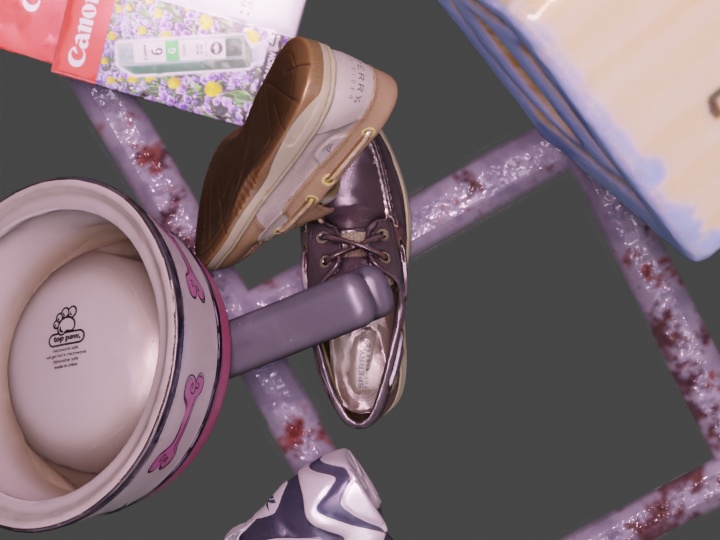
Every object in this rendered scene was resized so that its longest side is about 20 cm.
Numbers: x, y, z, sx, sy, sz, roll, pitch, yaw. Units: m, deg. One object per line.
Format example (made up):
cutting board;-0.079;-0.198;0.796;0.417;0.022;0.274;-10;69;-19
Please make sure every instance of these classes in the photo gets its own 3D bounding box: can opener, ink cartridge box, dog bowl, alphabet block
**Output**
can opener;-0.079;0.029;0.788;0.200;0.053;0.067;-22;90;26
ink cartridge box;-0.135;-0.161;0.784;0.200;0.050;0.109;15;99;-7
dog bowl;-0.162;0.051;0.766;0.200;0.074;0.201;-8;76;31
alphabet block;0.164;-0.163;0.692;0.200;0.196;0.195;-41;125;4

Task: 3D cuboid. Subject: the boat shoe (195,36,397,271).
boat shoe;-0.042;-0.054;0.757;0.066;0.200;0.074;10;61;-23

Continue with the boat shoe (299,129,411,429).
boat shoe;0.000;0.000;0.812;0.073;0.065;0.201;-8;99;0

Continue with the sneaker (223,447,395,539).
sneaker;-0.016;0.229;0.845;0.129;0.079;0.199;-29;100;4
